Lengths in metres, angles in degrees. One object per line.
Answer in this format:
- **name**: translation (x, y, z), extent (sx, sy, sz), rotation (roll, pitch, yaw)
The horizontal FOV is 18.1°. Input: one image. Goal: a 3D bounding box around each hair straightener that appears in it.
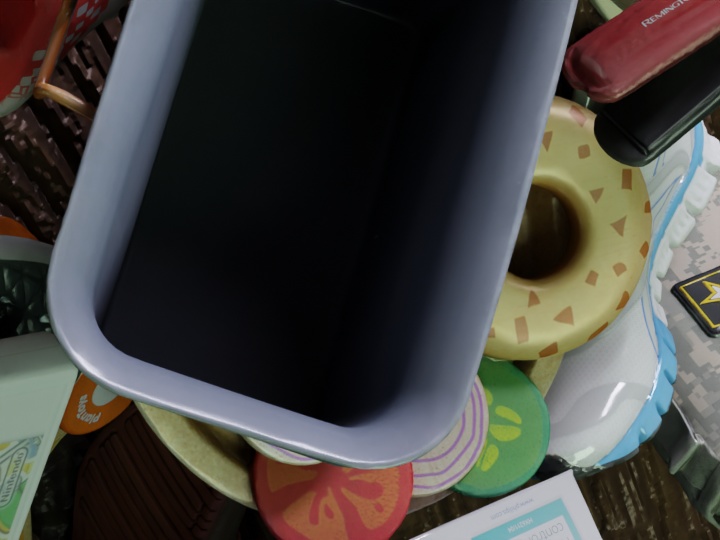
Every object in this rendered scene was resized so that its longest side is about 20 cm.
- **hair straightener**: translation (0.165, -0.102, 0.818), extent (0.200, 0.041, 0.077), rotation (-38, 134, -9)

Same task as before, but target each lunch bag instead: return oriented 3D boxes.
- **lunch bag**: translation (0.184, 0.043, 1.000), extent (0.199, 0.164, 0.118), rotation (8, 123, -38)

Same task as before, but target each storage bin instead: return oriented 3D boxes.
- **storage bin**: translation (-0.031, -0.039, 0.707), extent (0.145, 0.134, 0.201), rotation (18, 75, -8)

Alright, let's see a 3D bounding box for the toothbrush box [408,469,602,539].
- **toothbrush box**: translation (-0.006, 0.164, 0.879), extent (0.146, 0.086, 0.200), rotation (-19, 170, -36)

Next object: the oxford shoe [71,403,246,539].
- **oxford shoe**: translation (-0.077, 0.110, 0.937), extent (0.073, 0.071, 0.200), rotation (-7, 145, -37)

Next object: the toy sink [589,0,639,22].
- **toy sink**: translation (0.128, -0.165, 0.845), extent (0.130, 0.112, 0.200), rotation (-42, 136, 1)

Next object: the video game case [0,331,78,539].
- **video game case**: translation (-0.188, 0.114, 0.692), extent (0.181, 0.023, 0.201), rotation (-10, 135, -43)

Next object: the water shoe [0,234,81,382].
- **water shoe**: translation (-0.177, 0.023, 0.711), extent (0.199, 0.079, 0.072), rotation (-15, 120, -39)

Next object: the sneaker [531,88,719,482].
- **sneaker**: translation (0.088, -0.010, 0.910), extent (0.075, 0.201, 0.087), rotation (-6, 140, 28)

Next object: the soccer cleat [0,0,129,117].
- **soccer cleat**: translation (-0.069, -0.132, 0.772), extent (0.085, 0.069, 0.201), rotation (23, 103, -38)

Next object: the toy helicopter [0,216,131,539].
- **toy helicopter**: translation (-0.151, 0.085, 0.867), extent (0.132, 0.079, 0.201), rotation (-38, 153, -29)

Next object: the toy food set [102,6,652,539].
- **toy food set**: translation (0.000, 0.000, 0.819), extent (0.200, 0.049, 0.199), rotation (34, 78, -21)
